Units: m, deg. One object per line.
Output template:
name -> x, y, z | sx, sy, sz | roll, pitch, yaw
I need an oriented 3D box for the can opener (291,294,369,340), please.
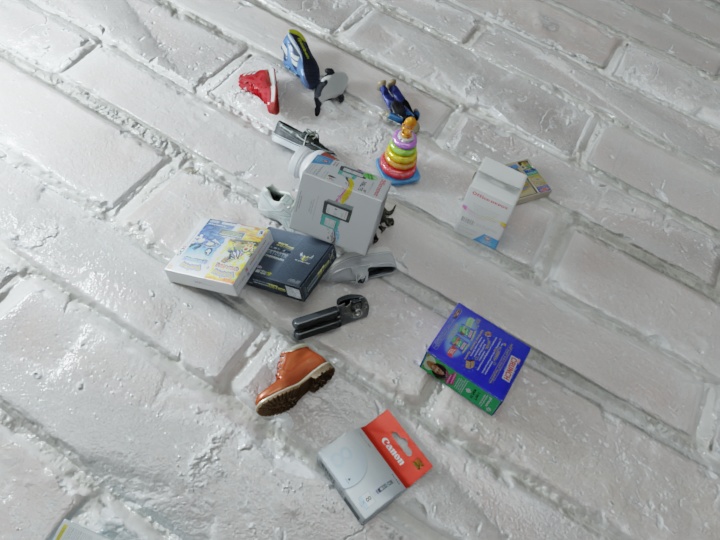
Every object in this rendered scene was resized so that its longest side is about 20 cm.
can opener -> -0.071, 0.104, 1.579 | 0.196, 0.054, 0.067 | -17, 26, -21

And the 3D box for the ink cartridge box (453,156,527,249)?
ink cartridge box -> 0.342, -0.184, 1.766 | 0.126, 0.202, 0.126 | 25, 53, 8

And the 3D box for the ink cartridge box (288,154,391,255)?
ink cartridge box -> -0.045, -0.157, 1.603 | 0.196, 0.148, 0.147 | 20, 28, 2

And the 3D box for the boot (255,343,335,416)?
boot -> -0.160, 0.232, 1.449 | 0.198, 0.076, 0.107 | -28, 60, -37

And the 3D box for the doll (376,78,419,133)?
doll -> 0.118, -0.488, 2.039 | 0.134, 0.049, 0.202 | -15, 64, -32

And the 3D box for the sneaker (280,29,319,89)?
sneaker -> -0.187, -0.637, 2.081 | 0.073, 0.082, 0.204 | -6, 69, -48

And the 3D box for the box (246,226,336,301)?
box -> -0.177, -0.019, 1.598 | 0.196, 0.052, 0.159 | 16, 50, 27

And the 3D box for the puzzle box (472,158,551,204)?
puzzle box -> 0.436, -0.248, 1.942 | 0.196, 0.026, 0.134 | -17, 60, -22

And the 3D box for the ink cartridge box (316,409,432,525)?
ink cartridge box -> 0.033, 0.390, 1.381 | 0.198, 0.048, 0.160 | -30, 64, -26

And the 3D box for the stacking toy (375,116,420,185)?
stacking toy -> 0.116, -0.338, 1.834 | 0.114, 0.202, 0.111 | -11, 56, -18

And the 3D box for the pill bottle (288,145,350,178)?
pill bottle -> -0.087, -0.245, 1.781 | 0.198, 0.113, 0.113 | 31, 54, 12

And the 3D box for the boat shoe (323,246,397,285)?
boat shoe -> 0.000, 0.000, 1.654 | 0.196, 0.073, 0.069 | -11, 56, -29

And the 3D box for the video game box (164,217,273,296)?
video game box -> -0.331, -0.036, 1.586 | 0.196, 0.047, 0.184 | 10, 52, 22

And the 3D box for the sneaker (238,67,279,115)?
sneaker -> -0.298, -0.517, 1.975 | 0.113, 0.079, 0.202 | -6, 43, -5

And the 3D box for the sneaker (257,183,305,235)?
sneaker -> -0.176, -0.146, 1.713 | 0.198, 0.081, 0.071 | 30, 52, 10

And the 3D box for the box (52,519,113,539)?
box -> -0.452, 0.520, 1.188 | 0.196, 0.050, 0.083 | 22, 53, 5

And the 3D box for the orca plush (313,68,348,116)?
orca plush -> -0.106, -0.532, 2.036 | 0.105, 0.070, 0.203 | 46, 49, -34

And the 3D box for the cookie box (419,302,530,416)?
cookie box -> 0.263, 0.200, 1.548 | 0.198, 0.076, 0.172 | 32, 54, 13

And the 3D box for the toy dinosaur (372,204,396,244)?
toy dinosaur -> 0.032, -0.138, 1.750 | 0.102, 0.077, 0.200 | 41, 60, 6

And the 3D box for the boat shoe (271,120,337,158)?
boat shoe -> -0.148, -0.359, 1.869 | 0.196, 0.069, 0.073 | 25, 16, 14
